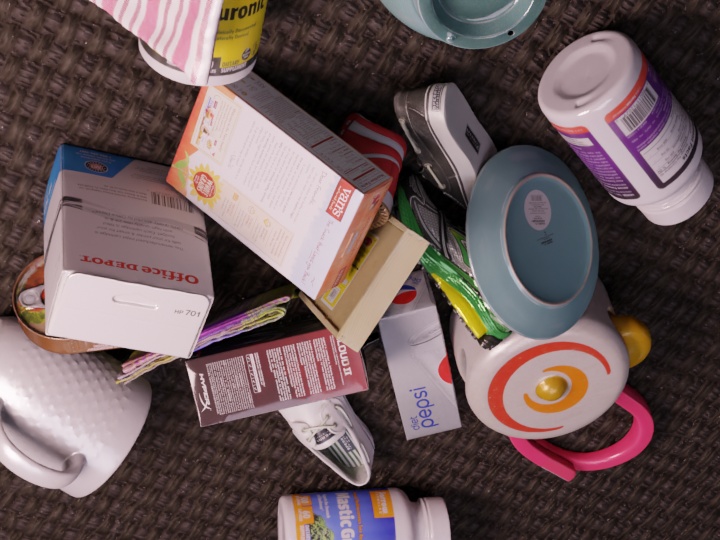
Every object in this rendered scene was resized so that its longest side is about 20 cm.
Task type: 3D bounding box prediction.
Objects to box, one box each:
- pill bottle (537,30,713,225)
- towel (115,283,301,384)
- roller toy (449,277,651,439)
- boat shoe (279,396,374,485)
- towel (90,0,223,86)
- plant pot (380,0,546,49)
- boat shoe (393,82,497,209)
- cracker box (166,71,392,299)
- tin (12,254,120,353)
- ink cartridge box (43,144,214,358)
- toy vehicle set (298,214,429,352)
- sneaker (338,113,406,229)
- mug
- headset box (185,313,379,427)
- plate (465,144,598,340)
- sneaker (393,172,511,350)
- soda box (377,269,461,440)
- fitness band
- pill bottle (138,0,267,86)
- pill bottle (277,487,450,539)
[{"bbox_3d":[0.271,-0.135,1.662,0.111,0.112,0.200,-32,129,17],"label":"pill bottle"},{"bbox_3d":[-0.157,0.064,1.744,0.199,0.144,0.023,-23,95,5],"label":"towel"},{"bbox_3d":[0.198,0.089,1.823,0.199,0.140,0.183,20,125,-26],"label":"roller toy"},{"bbox_3d":[-0.039,0.172,1.898,0.073,0.067,0.200,-33,129,17],"label":"boat shoe"},{"bbox_3d":[-0.187,-0.263,1.423,0.030,0.200,0.147,-25,141,-37],"label":"towel"},{"bbox_3d":[0.097,-0.282,1.487,0.199,0.135,0.201,-5,131,-6],"label":"plant pot"},{"bbox_3d":[0.091,-0.117,1.680,0.063,0.071,0.200,-1,143,27],"label":"boat shoe"},{"bbox_3d":[-0.080,-0.087,1.595,0.200,0.058,0.134,39,127,16],"label":"cracker box"},{"bbox_3d":[-0.253,0.028,1.702,0.199,0.112,0.042,-6,142,-5],"label":"tin"},{"bbox_3d":[-0.227,-0.020,1.607,0.146,0.201,0.086,11,128,-19],"label":"ink cartridge box"},{"bbox_3d":[0.000,0.000,1.647,0.026,0.200,0.125,33,93,-16],"label":"toy vehicle set"},{"bbox_3d":[-0.039,-0.093,1.680,0.199,0.113,0.071,-5,141,35],"label":"sneaker"},{"bbox_3d":[-0.332,0.147,1.734,0.175,0.200,0.148,36,115,-24],"label":"mug"},{"bbox_3d":[-0.076,0.097,1.765,0.199,0.149,0.078,-14,96,1],"label":"headset box"},{"bbox_3d":[0.184,-0.030,1.693,0.200,0.201,0.026,35,153,-33],"label":"plate"},{"bbox_3d":[0.104,-0.021,1.721,0.085,0.078,0.200,-37,95,9],"label":"sneaker"},{"bbox_3d":[0.062,0.095,1.854,0.068,0.064,0.201,-13,132,0],"label":"soda box"},{"bbox_3d":[0.260,0.178,1.985,0.200,0.038,0.144,32,116,-33],"label":"fitness band"},{"bbox_3d":[-0.132,-0.273,1.467,0.111,0.112,0.201,3,129,-13],"label":"pill bottle"},{"bbox_3d":[0.004,0.319,2.004,0.199,0.112,0.113,-3,131,-8],"label":"pill bottle"}]
